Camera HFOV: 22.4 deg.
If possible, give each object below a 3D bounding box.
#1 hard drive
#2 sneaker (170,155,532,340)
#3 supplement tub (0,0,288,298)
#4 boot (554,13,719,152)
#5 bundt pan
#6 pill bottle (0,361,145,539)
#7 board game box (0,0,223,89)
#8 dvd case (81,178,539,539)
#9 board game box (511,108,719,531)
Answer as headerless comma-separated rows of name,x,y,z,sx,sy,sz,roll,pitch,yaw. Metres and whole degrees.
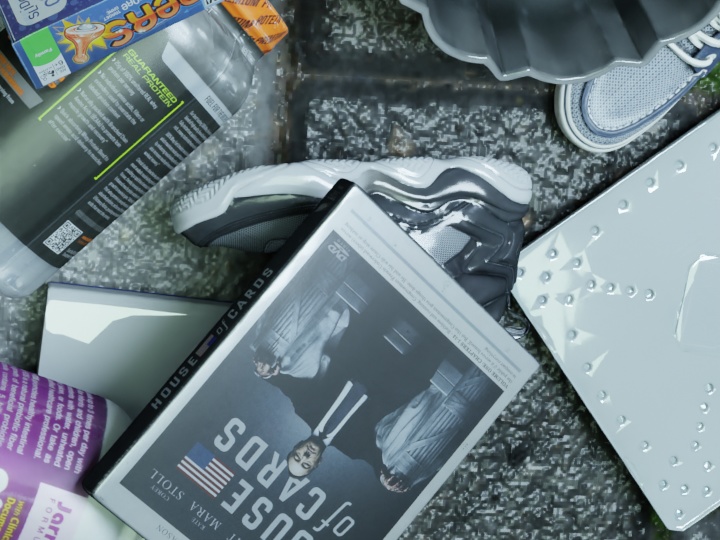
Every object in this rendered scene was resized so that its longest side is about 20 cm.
hard drive,-0.083,0.083,1.019,0.200,0.025,0.132,7,100,-12
sneaker,0.000,0.000,0.979,0.200,0.075,0.114,-3,84,-13
supplement tub,-0.141,-0.092,0.922,0.200,0.123,0.123,-41,106,0
boot,0.185,-0.145,0.986,0.073,0.090,0.200,36,93,-15
bundt pan,0.105,-0.197,0.910,0.201,0.076,0.202,-6,131,-7
pill bottle,-0.184,0.106,0.932,0.200,0.112,0.112,20,97,-16
board game box,-0.131,-0.191,0.876,0.135,0.200,0.034,-25,145,-4
dvd case,-0.021,0.076,0.920,0.150,0.025,0.200,43,82,-25
board game box,0.210,0.019,1.059,0.200,0.026,0.200,-35,106,-1
